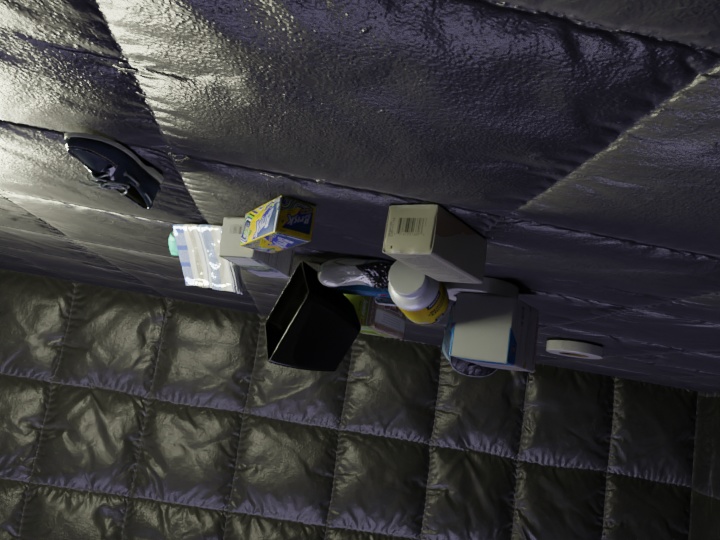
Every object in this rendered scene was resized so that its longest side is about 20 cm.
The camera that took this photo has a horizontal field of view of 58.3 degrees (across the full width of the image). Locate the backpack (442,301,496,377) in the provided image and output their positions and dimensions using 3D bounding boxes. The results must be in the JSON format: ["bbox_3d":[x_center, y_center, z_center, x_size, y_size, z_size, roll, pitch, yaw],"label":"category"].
[{"bbox_3d":[0.316,0.184,1.782,0.174,0.204,0.151,10,-170,-14],"label":"backpack"}]

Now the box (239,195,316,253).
[{"bbox_3d":[-0.151,-0.078,1.154,0.069,0.066,0.199,14,168,-26],"label":"box"}]

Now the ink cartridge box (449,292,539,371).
[{"bbox_3d":[0.316,0.146,1.501,0.142,0.150,0.199,2,168,33],"label":"ink cartridge box"}]

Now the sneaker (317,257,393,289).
[{"bbox_3d":[0.000,0.000,1.476,0.196,0.073,0.073,0,-152,7],"label":"sneaker"}]

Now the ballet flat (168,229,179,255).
[{"bbox_3d":[-0.350,-0.040,1.507,0.196,0.072,0.068,13,-161,-14],"label":"ballet flat"}]

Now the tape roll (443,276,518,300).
[{"bbox_3d":[0.275,0.049,1.532,0.198,0.038,0.203,10,170,2],"label":"tape roll"}]

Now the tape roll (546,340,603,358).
[{"bbox_3d":[0.774,0.287,2.339,0.198,0.038,0.203,9,170,2],"label":"tape roll"}]

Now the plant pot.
[{"bbox_3d":[-0.112,0.132,1.589,0.175,0.202,0.200,28,-165,-20],"label":"plant pot"}]

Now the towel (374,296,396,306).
[{"bbox_3d":[0.135,0.064,1.642,0.146,0.031,0.199,7,-171,22],"label":"towel"}]

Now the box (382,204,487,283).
[{"bbox_3d":[0.128,-0.039,1.060,0.093,0.079,0.199,3,168,33],"label":"box"}]

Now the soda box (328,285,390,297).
[{"bbox_3d":[0.024,0.025,1.556,0.197,0.066,0.068,4,169,30],"label":"soda box"}]

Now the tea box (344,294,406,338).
[{"bbox_3d":[0.006,0.098,1.773,0.193,0.136,0.199,3,168,28],"label":"tea box"}]

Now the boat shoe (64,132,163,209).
[{"bbox_3d":[-0.373,-0.148,0.976,0.073,0.063,0.200,9,170,14],"label":"boat shoe"}]

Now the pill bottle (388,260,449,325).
[{"bbox_3d":[0.123,0.042,1.395,0.110,0.114,0.200,6,163,20],"label":"pill bottle"}]

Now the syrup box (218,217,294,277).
[{"bbox_3d":[-0.210,-0.044,1.343,0.077,0.083,0.200,4,170,17],"label":"syrup box"}]

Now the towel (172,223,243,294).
[{"bbox_3d":[-0.332,-0.027,1.395,0.197,0.150,0.024,6,-157,40],"label":"towel"}]
